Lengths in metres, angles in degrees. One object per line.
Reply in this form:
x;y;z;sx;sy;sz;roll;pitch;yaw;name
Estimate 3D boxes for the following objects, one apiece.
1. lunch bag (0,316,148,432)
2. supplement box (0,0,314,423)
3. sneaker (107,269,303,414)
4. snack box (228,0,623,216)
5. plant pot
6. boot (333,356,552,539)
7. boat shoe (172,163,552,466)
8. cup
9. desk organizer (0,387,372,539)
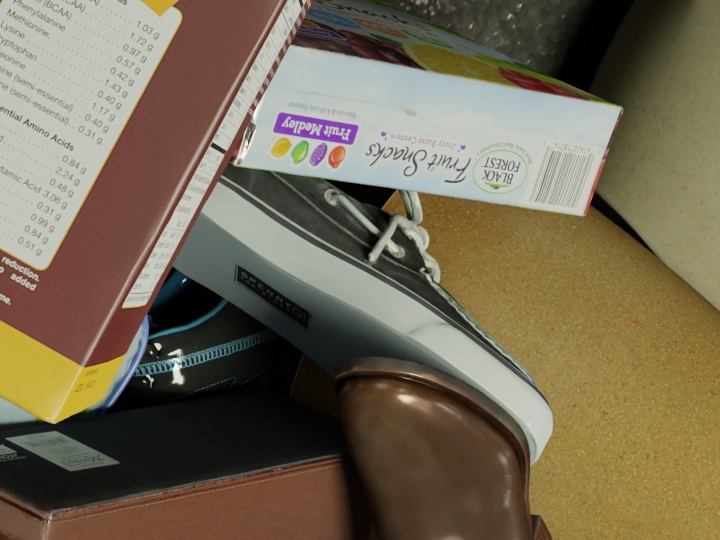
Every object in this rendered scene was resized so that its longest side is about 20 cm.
-0.179;0.053;1.020;0.200;0.082;0.161;-53;141;-7;lunch bag
-0.128;-0.089;0.877;0.201;0.196;0.133;-61;180;0;supplement box
-0.093;0.061;1.123;0.200;0.073;0.082;-56;136;-22;sneaker
-0.015;-0.076;1.064;0.199;0.142;0.053;7;106;-47;snack box
0.096;0.067;1.173;0.187;0.199;0.187;-49;156;-31;plant pot
0.019;0.157;1.018;0.187;0.064;0.201;54;42;-45;boot
-0.001;0.001;1.083;0.068;0.199;0.074;-52;165;-29;boat shoe
0.177;-0.052;1.249;0.143;0.200;0.201;-40;136;-5;cup
-0.079;0.101;1.032;0.199;0.071;0.078;-6;112;-52;desk organizer
